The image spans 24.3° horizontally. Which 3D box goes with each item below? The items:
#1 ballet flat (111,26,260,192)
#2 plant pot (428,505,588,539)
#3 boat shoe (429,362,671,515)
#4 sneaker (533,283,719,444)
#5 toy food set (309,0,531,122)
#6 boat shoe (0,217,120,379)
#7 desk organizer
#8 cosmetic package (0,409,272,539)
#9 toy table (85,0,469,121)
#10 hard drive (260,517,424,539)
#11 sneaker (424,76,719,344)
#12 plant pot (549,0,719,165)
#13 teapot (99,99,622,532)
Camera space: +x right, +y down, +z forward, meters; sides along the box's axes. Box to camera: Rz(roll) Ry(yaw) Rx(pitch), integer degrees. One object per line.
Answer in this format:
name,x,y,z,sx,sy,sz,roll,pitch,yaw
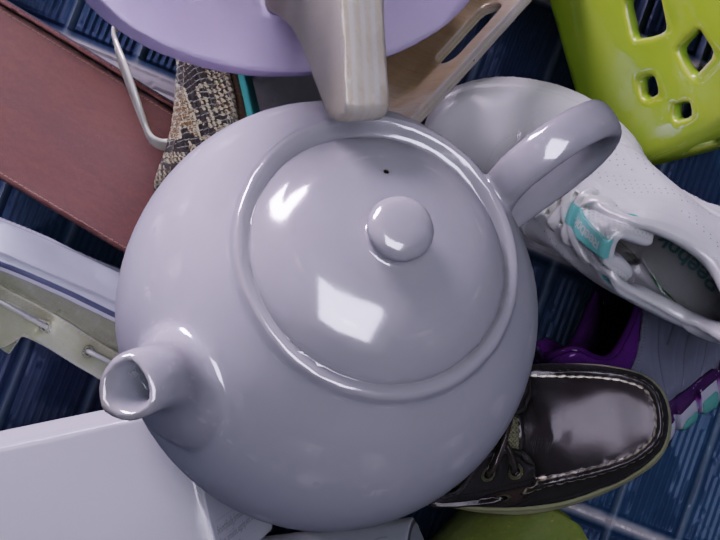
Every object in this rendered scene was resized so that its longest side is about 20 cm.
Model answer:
ballet flat,-0.085,-0.128,0.809,0.074,0.068,0.202,-4,79,5
plant pot,0.057,0.219,0.834,0.200,0.200,0.190,42,70,-6
boat shoe,0.050,0.083,0.796,0.198,0.065,0.074,-10,81,5
sneaker,0.170,0.024,0.877,0.199,0.074,0.088,-35,114,-29
toy food set,-0.002,-0.182,0.787,0.200,0.060,0.144,48,63,-13
boat shoe,-0.172,0.011,0.846,0.198,0.072,0.063,23,87,-10
desk organizer,-0.126,-0.056,0.857,0.199,0.072,0.077,31,86,-7
cosmetic package,-0.152,0.115,0.797,0.198,0.113,0.082,-11,91,12
toy table,-0.019,-0.152,0.695,0.198,0.117,0.186,-16,96,-20
hard drive,-0.073,0.182,0.792,0.198,0.132,0.026,-11,124,18
sneaker,0.113,-0.029,0.806,0.199,0.088,0.076,30,113,12
plant pot,0.220,-0.175,0.838,0.198,0.181,0.202,-18,94,-31
teapot,0.000,0.005,0.694,0.196,0.146,0.202,17,64,-12
